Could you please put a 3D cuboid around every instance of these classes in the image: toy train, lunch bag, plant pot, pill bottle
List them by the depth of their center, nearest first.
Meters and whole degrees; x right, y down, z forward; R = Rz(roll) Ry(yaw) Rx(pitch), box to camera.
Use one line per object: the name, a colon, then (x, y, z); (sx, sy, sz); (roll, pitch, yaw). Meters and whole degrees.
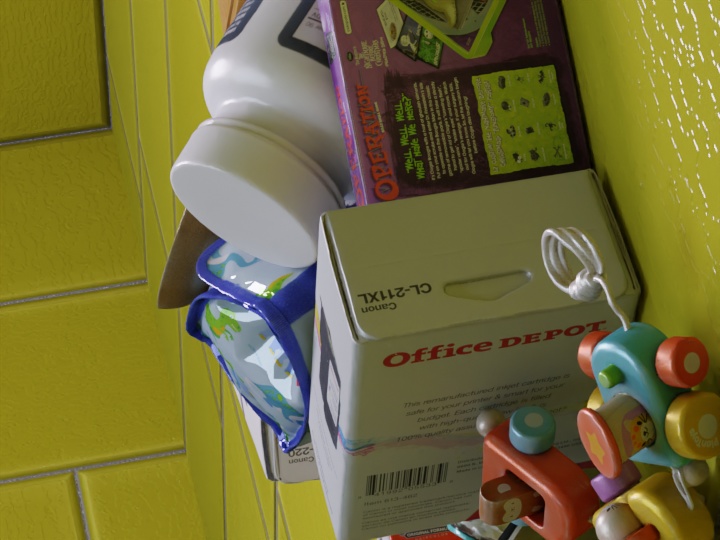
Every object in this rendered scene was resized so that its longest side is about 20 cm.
toy train: (0.099, 0.082, 1.226); (0.150, 0.056, 0.200); (42, 148, 28)
pill bottle: (-0.014, -0.107, 1.408); (0.200, 0.119, 0.120); (-59, -6, -21)
lunch bag: (0.000, 0.000, 1.492); (0.127, 0.170, 0.200); (50, 165, 3)
plant pot: (-0.068, -0.064, 1.571); (0.200, 0.027, 0.200); (23, -90, -89)

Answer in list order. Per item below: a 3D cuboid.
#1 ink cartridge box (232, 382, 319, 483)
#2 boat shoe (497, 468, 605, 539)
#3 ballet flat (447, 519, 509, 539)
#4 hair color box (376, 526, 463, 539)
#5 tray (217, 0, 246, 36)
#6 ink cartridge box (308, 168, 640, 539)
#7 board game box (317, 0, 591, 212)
ink cartridge box: (-0.013, 0.050, 1.764); (0.200, 0.145, 0.085); (-115, 19, -58)
boat shoe: (0.068, 0.184, 1.339); (0.074, 0.202, 0.063); (43, 155, -26)
ballet flat: (0.074, 0.133, 1.626); (0.200, 0.072, 0.072); (-174, 75, -78)
hair color box: (0.061, 0.264, 1.788); (0.102, 0.061, 0.200); (98, 160, -60)
tray: (-0.064, -0.215, 1.562); (0.200, 0.037, 0.099); (112, 149, -68)
ink cartridge box: (0.054, 0.046, 1.358); (0.200, 0.145, 0.083); (95, 163, -55)
board game box: (0.040, -0.130, 1.343); (0.032, 0.120, 0.200); (140, 122, -72)
